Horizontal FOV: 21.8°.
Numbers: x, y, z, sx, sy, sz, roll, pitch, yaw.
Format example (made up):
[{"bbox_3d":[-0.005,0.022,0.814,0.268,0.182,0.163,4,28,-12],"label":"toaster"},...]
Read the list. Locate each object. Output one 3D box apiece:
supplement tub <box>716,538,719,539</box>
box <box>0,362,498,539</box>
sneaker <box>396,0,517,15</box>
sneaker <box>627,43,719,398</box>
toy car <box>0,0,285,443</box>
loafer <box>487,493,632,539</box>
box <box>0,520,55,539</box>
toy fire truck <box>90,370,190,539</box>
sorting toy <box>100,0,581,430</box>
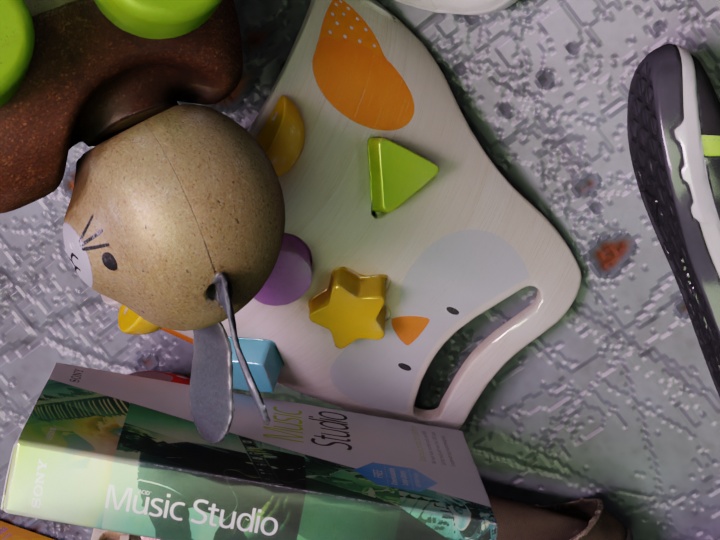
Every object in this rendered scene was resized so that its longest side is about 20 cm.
[{"bbox_3d":[0.153,0.202,0.867,0.200,0.132,0.132,-30,98,23],"label":"supplement tub"},{"bbox_3d":[-0.047,0.087,0.818,0.200,0.144,0.036,9,99,-5],"label":"box"},{"bbox_3d":[-0.018,-0.167,0.816,0.200,0.085,0.073,30,113,4],"label":"sneaker"},{"bbox_3d":[0.181,-0.013,0.831,0.083,0.072,0.200,-22,103,-2],"label":"sneaker"},{"bbox_3d":[-0.095,-0.023,0.743,0.158,0.164,0.200,-25,88,-17],"label":"toy car"},{"bbox_3d":[0.031,0.134,0.911,0.200,0.073,0.071,-10,105,19],"label":"loafer"},{"bbox_3d":[-0.172,0.207,1.013,0.200,0.041,0.119,16,110,11],"label":"box"},{"bbox_3d":[-0.108,0.149,0.895,0.049,0.141,0.200,-2,88,7],"label":"toy fire truck"},{"bbox_3d":[0.000,0.000,0.877,0.180,0.107,0.200,31,116,-16],"label":"sorting toy"}]
